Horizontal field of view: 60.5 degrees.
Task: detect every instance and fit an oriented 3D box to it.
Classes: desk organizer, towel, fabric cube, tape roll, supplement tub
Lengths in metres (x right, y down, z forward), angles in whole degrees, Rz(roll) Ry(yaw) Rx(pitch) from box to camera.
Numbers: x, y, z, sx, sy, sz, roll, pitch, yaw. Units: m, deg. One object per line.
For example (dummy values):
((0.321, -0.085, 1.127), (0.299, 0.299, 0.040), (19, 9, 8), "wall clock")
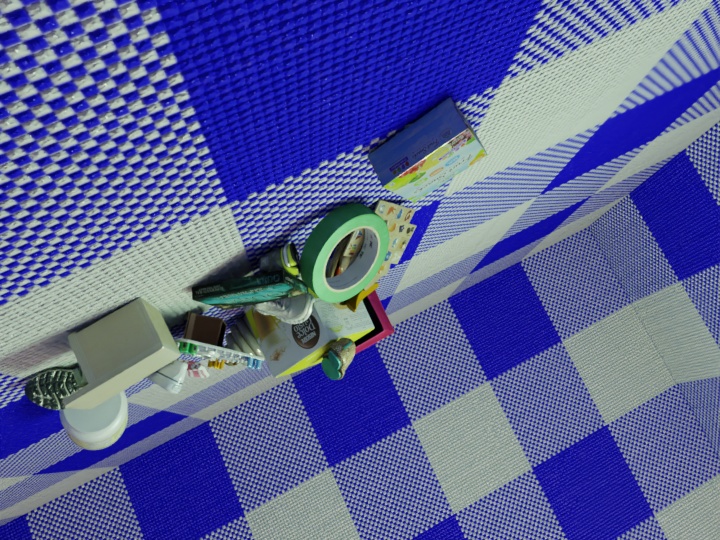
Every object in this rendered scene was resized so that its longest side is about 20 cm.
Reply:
((-0.345, 0.155, 1.415), (0.075, 0.074, 0.200), (10, 164, -1), "desk organizer")
((-0.445, 0.218, 1.397), (0.194, 0.031, 0.147), (9, 164, -3), "towel")
((-0.038, 0.130, 1.757), (0.193, 0.204, 0.199), (-29, 170, 9), "fabric cube")
((-0.030, -0.033, 1.238), (0.198, 0.048, 0.204), (-30, 140, -28), "tape roll")
((-0.612, 0.327, 1.425), (0.142, 0.148, 0.200), (-20, 166, -27), "supplement tub")

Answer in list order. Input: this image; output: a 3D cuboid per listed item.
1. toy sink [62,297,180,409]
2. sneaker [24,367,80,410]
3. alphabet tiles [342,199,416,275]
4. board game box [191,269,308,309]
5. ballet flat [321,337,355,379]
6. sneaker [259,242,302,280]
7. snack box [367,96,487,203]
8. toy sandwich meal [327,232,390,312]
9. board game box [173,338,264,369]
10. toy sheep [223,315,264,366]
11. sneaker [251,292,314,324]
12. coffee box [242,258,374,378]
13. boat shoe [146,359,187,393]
((-0.456, 0.153, 1.143), (0.197, 0.114, 0.131), (-31, 169, -9), "toy sink")
((-0.593, 0.239, 1.282), (0.197, 0.080, 0.085), (0, 176, -43), "sneaker")
((0.045, -0.067, 1.343), (0.198, 0.006, 0.170), (7, 114, -51), "alphabet tiles")
((-0.216, 0.041, 1.230), (0.194, 0.029, 0.135), (-10, 165, 15), "board game box")
((-0.044, 0.201, 1.410), (0.065, 0.071, 0.200), (-37, 173, -20), "ballet flat")
((-0.163, -0.007, 1.269), (0.079, 0.076, 0.200), (-9, 165, -3), "sneaker")
((0.123, -0.200, 1.073), (0.167, 0.069, 0.199), (-32, 169, 18), "snack box")
((0.000, 0.000, 1.403), (0.205, 0.069, 0.210), (-42, 140, -47), "toy sandwich meal")
((-0.340, 0.185, 1.340), (0.197, 0.027, 0.197), (21, 159, -39), "board game box")
((-0.274, 0.173, 1.594), (0.199, 0.138, 0.138), (-41, 169, -7), "toy sheep")
((-0.182, 0.066, 1.326), (0.196, 0.077, 0.080), (3, 164, 39), "sneaker")
((-0.123, 0.110, 1.482), (0.198, 0.201, 0.198), (-34, 166, 30), "coffee box")
((-0.427, 0.182, 1.256), (0.068, 0.196, 0.074), (-62, 158, -14), "boat shoe")
